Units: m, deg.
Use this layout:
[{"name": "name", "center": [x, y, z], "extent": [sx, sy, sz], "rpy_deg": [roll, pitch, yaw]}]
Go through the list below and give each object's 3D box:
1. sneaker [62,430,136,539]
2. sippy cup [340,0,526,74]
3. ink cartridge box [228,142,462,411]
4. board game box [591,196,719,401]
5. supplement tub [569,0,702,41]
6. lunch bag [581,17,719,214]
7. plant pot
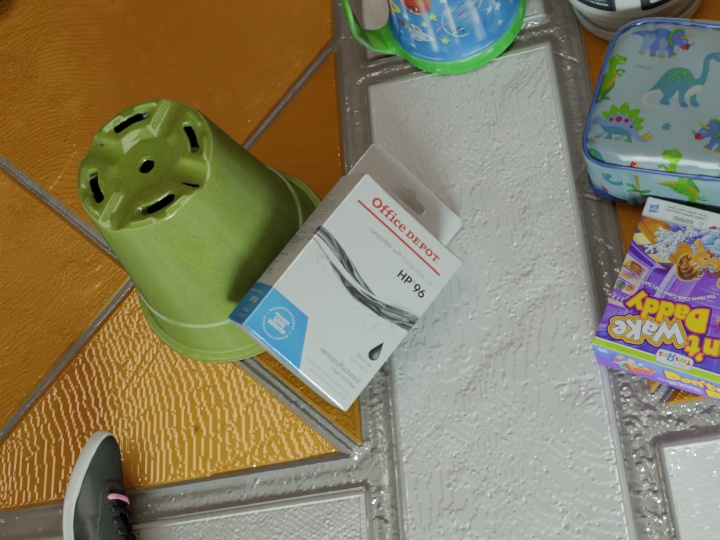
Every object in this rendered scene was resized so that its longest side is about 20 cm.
[{"name": "sneaker", "center": [-0.191, 0.232, 0.916], "extent": [0.098, 0.071, 0.201], "rpy_deg": [-4, 70, 16]}, {"name": "sippy cup", "center": [0.076, -0.274, 1.029], "extent": [0.139, 0.130, 0.178], "rpy_deg": [31, 78, 28]}, {"name": "ink cartridge box", "center": [0.000, 0.000, 0.927], "extent": [0.116, 0.068, 0.200], "rpy_deg": [41, 80, -15]}, {"name": "board game box", "center": [0.296, 0.034, 0.852], "extent": [0.199, 0.045, 0.135], "rpy_deg": [17, 72, 25]}, {"name": "supplement tub", "center": [0.228, -0.303, 0.948], "extent": [0.139, 0.200, 0.141], "rpy_deg": [-8, 63, 15]}, {"name": "lunch bag", "center": [0.292, -0.125, 0.909], "extent": [0.199, 0.083, 0.162], "rpy_deg": [10, 70, 23]}, {"name": "plant pot", "center": [-0.145, -0.047, 0.962], "extent": [0.199, 0.190, 0.201], "rpy_deg": [-7, 64, 15]}]
